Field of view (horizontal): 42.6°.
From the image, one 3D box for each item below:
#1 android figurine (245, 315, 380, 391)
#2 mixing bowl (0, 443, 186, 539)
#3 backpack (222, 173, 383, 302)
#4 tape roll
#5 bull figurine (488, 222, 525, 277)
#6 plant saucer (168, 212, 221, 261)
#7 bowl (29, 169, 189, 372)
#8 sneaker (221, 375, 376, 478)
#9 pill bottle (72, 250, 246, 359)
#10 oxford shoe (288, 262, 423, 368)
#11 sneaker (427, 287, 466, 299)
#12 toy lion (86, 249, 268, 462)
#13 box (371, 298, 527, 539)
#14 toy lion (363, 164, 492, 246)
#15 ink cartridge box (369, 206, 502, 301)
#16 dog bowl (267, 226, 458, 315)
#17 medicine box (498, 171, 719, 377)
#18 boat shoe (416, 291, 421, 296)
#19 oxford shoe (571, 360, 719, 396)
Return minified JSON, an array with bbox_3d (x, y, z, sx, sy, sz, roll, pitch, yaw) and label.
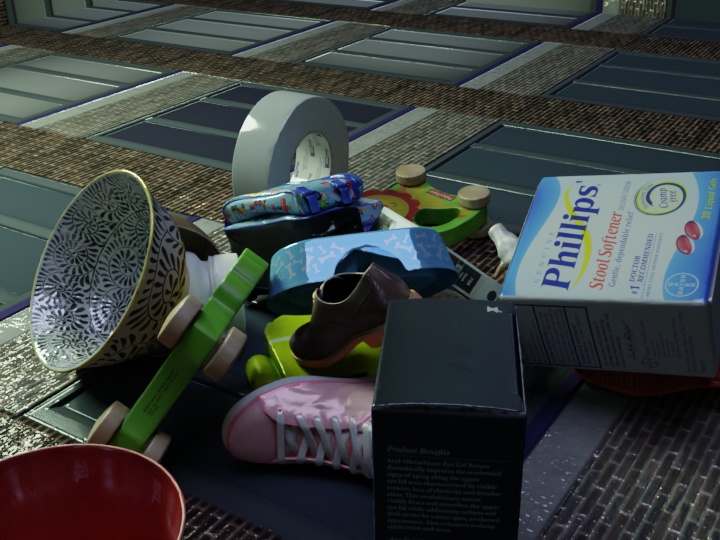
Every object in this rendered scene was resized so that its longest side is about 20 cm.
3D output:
[{"bbox_3d":[-0.033,0.094,0.986,0.180,0.042,0.200,-11,28,-17],"label":"android figurine"},{"bbox_3d":[-0.217,0.226,0.653,0.197,0.110,0.201,-2,27,1],"label":"mixing bowl"},{"bbox_3d":[-0.047,-0.047,1.141,0.199,0.137,0.181,-19,11,-43],"label":"backpack"},{"bbox_3d":[-0.094,-0.147,1.299,0.065,0.203,0.200,13,30,28],"label":"tape roll"},{"bbox_3d":[0.232,-0.012,1.111,0.198,0.066,0.122,20,22,-13],"label":"bull figurine"},{"bbox_3d":[-0.262,-0.017,1.071,0.197,0.201,0.035,-7,65,-9],"label":"plant saucer"},{"bbox_3d":[-0.231,0.013,0.909,0.094,0.203,0.200,26,2,-43],"label":"bowl"},{"bbox_3d":[-0.022,0.147,0.836,0.197,0.076,0.105,-6,21,-17],"label":"sneaker"},{"bbox_3d":[-0.230,0.039,1.028,0.197,0.115,0.114,-7,26,-9],"label":"pill bottle"},{"bbox_3d":[-0.019,0.039,0.884,0.199,0.073,0.071,-27,20,50],"label":"oxford shoe"},{"bbox_3d":[0.029,0.019,1.050,0.198,0.072,0.080,26,2,-21],"label":"sneaker"},{"bbox_3d":[-0.160,0.075,0.878,0.068,0.201,0.192,35,15,-7],"label":"toy lion"},{"bbox_3d":[0.066,0.143,0.696,0.103,0.203,0.148,1,26,7],"label":"box"},{"bbox_3d":[0.059,-0.075,1.310,0.191,0.069,0.199,-31,38,-34],"label":"toy lion"},{"bbox_3d":[0.108,-0.001,1.086,0.199,0.039,0.099,31,3,-29],"label":"ink cartridge box"},{"bbox_3d":[0.000,0.000,0.942,0.197,0.050,0.112,-7,-18,-9],"label":"dog bowl"},{"bbox_3d":[0.263,0.000,0.928,0.198,0.104,0.183,1,46,29],"label":"medicine box"},{"bbox_3d":[0.050,0.068,0.901,0.060,0.076,0.200,-24,3,-3],"label":"boat shoe"},{"bbox_3d":[0.317,0.097,0.952,0.197,0.072,0.072,1,-9,23],"label":"oxford shoe"}]
